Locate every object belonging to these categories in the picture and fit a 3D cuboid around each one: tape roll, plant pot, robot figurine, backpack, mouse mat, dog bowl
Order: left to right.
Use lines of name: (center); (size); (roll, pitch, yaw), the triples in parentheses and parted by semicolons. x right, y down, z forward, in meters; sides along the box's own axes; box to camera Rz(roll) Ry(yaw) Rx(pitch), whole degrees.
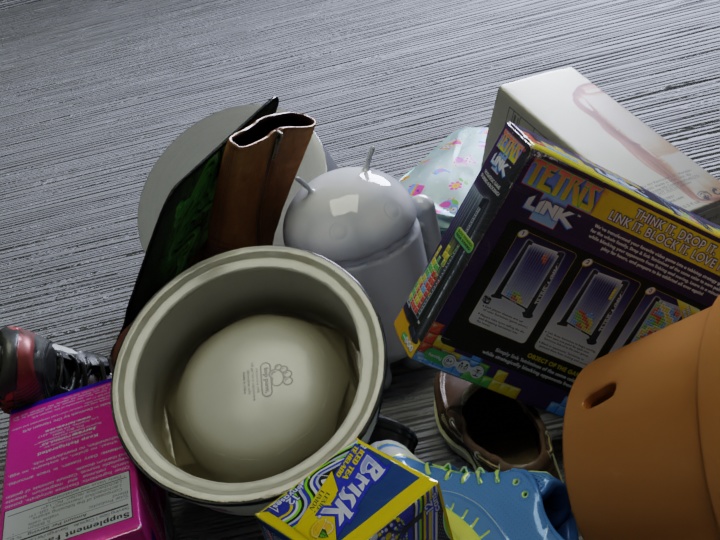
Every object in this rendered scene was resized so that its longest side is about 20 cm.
mouse mat: (-0.134, -0.039, 0.902); (0.008, 0.201, 0.161); (34, 47, 5)
tape roll: (-0.114, -0.059, 1.071); (0.198, 0.066, 0.202); (-8, 62, 16)
dog bowl: (-0.073, 0.085, 0.795); (0.198, 0.074, 0.202); (-5, 57, 8)
robot figurine: (0.000, 0.000, 0.920); (0.169, 0.202, 0.113); (-30, 32, -28)
backpack: (0.115, -0.058, 1.053); (0.166, 0.127, 0.200); (17, 44, 40)
plant pot: (0.212, 0.109, 0.648); (0.139, 0.201, 0.200); (-14, 23, 38)

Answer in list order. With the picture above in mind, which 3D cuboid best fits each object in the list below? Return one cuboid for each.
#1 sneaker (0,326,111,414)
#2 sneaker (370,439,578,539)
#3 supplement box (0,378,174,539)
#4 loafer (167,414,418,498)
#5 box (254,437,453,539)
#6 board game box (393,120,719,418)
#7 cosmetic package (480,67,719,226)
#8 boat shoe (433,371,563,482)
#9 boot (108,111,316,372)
sneaker: (-0.250, 0.094, 0.926); (0.097, 0.201, 0.072); (-1, 70, -1)
sneaker: (0.079, 0.156, 0.707); (0.105, 0.076, 0.200); (-42, 41, 2)
supplement box: (-0.195, 0.178, 0.799); (0.102, 0.102, 0.200); (-17, 28, -5)
loafer: (-0.055, 0.144, 0.844); (0.198, 0.073, 0.073); (-2, 58, 15)
box: (0.016, 0.191, 0.563); (0.070, 0.201, 0.064); (-32, 33, -29)
board game box: (0.148, 0.014, 0.765); (0.199, 0.166, 0.057); (23, 17, -22)
cosmetic package: (0.194, -0.068, 0.901); (0.087, 0.104, 0.200); (-19, 49, -27)
boat shoe: (0.100, 0.108, 0.809); (0.074, 0.075, 0.203); (-19, 28, -7)
boot: (-0.112, -0.015, 0.870); (0.068, 0.201, 0.188); (38, 39, 19)
